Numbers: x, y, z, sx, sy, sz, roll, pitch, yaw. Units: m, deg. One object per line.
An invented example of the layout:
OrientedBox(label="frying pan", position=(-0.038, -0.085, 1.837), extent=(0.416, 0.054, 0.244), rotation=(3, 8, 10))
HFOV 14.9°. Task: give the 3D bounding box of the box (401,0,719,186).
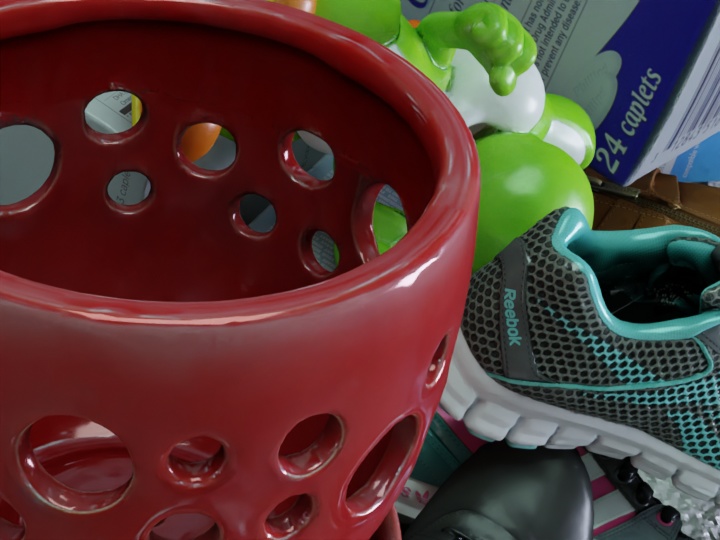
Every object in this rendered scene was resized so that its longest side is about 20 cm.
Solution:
OrientedBox(label="box", position=(0.094, -0.150, 1.157), extent=(0.200, 0.105, 0.184), rotation=(35, 33, 18))

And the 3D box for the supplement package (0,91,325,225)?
OrientedBox(label="supplement package", position=(-0.126, -0.077, 1.107), extent=(0.200, 0.152, 0.151), rotation=(34, 46, 17))

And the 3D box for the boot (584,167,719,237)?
OrientedBox(label="boot", position=(0.131, 0.025, 1.140), extent=(0.155, 0.074, 0.200), rotation=(22, 30, 6))

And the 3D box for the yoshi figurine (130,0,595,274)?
OrientedBox(label="yoshi figurine", position=(0.019, -0.048, 1.002), extent=(0.200, 0.112, 0.112), rotation=(17, -7, -41))

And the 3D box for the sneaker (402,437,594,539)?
OrientedBox(label="sneaker", position=(0.025, 0.134, 0.950), extent=(0.076, 0.091, 0.200), rotation=(27, 66, 11))

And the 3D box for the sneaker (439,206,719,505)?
OrientedBox(label="sneaker", position=(0.121, 0.028, 0.985), extent=(0.200, 0.091, 0.078), rotation=(10, 49, -29))

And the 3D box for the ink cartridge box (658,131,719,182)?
OrientedBox(label="ink cartridge box", position=(0.075, -0.100, 1.251), extent=(0.200, 0.067, 0.116), rotation=(-2, 47, -18))

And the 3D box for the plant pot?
OrientedBox(label="plant pot", position=(-0.072, 0.030, 0.877), extent=(0.200, 0.183, 0.200), rotation=(6, 34, -4))

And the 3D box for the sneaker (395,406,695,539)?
OrientedBox(label="sneaker", position=(0.090, 0.067, 1.059), extent=(0.200, 0.084, 0.121), rotation=(20, 75, 5))

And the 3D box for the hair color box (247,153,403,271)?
OrientedBox(label="hair color box", position=(0.000, 0.000, 1.106), extent=(0.061, 0.099, 0.200), rotation=(33, 46, 14))
